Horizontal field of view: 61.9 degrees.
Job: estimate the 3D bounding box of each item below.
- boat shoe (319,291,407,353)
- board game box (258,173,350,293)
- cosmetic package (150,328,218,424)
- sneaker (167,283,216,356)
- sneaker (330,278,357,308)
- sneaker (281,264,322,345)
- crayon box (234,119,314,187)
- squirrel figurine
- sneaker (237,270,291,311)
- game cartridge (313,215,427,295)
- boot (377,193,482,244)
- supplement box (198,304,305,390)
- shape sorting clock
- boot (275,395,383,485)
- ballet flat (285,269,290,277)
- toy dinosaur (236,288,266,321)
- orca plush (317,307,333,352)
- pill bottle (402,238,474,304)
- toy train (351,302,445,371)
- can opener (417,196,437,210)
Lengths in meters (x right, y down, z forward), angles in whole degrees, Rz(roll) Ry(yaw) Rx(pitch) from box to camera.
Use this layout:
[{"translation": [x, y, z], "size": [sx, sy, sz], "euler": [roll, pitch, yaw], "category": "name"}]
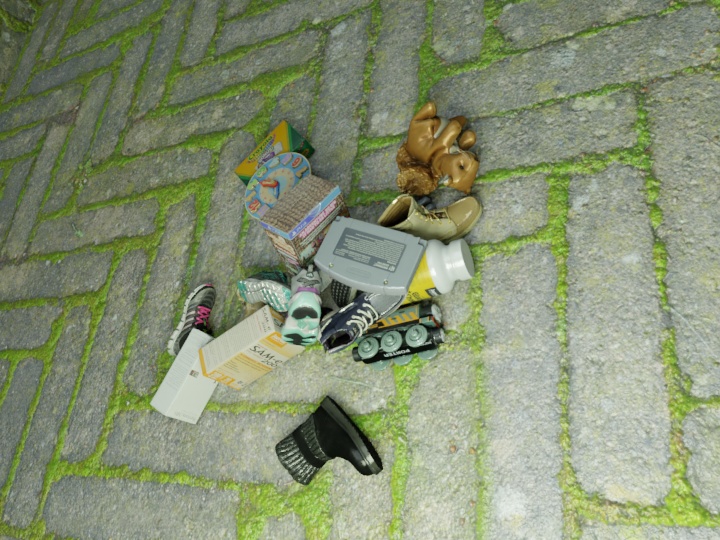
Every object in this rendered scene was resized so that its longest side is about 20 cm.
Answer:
[{"translation": [0.006, 0.092, 1.164], "size": [0.200, 0.075, 0.093], "euler": [-34, 19, 17], "category": "boat shoe"}, {"translation": [-0.102, -0.077, 1.313], "size": [0.097, 0.200, 0.159], "euler": [25, 61, 37], "category": "board game box"}, {"translation": [-0.389, 0.248, 1.405], "size": [0.074, 0.102, 0.201], "euler": [18, 77, 37], "category": "cosmetic package"}, {"translation": [-0.402, 0.133, 1.491], "size": [0.087, 0.074, 0.201], "euler": [21, 83, 37], "category": "sneaker"}, {"translation": [0.000, -0.001, 1.298], "size": [0.070, 0.093, 0.201], "euler": [44, 133, 39], "category": "sneaker"}, {"translation": [-0.113, 0.062, 1.235], "size": [0.077, 0.200, 0.141], "euler": [11, 56, -12], "category": "sneaker"}, {"translation": [-0.232, -0.295, 1.616], "size": [0.200, 0.058, 0.119], "euler": [-45, 52, 3], "category": "crayon box"}, {"translation": [0.171, -0.236, 1.320], "size": [0.200, 0.141, 0.187], "euler": [-39, 62, 26], "category": "squirrel figurine"}, {"translation": [-0.193, 0.033, 1.356], "size": [0.199, 0.078, 0.091], "euler": [12, 39, 44], "category": "sneaker"}, {"translation": [0.016, -0.026, 1.169], "size": [0.199, 0.042, 0.134], "euler": [18, 71, 21], "category": "game cartridge"}, {"translation": [0.144, -0.113, 1.236], "size": [0.199, 0.155, 0.073], "euler": [-31, 54, 13], "category": "boot"}, {"translation": [-0.241, 0.176, 1.337], "size": [0.199, 0.126, 0.074], "euler": [-33, 53, 13], "category": "supplement box"}, {"translation": [-0.209, -0.212, 1.500], "size": [0.199, 0.039, 0.201], "euler": [-15, 60, 27], "category": "shape sorting clock"}, {"translation": [-0.063, 0.361, 1.162], "size": [0.158, 0.079, 0.211], "euler": [-45, 41, -5], "category": "boot"}, {"translation": [-0.162, -0.076, 1.458], "size": [0.070, 0.071, 0.201], "euler": [-10, 62, 26], "category": "ballet flat"}, {"translation": [-0.259, 0.087, 1.437], "size": [0.200, 0.058, 0.101], "euler": [-47, 53, 2], "category": "toy dinosaur"}, {"translation": [-0.088, 0.092, 1.323], "size": [0.071, 0.106, 0.200], "euler": [-18, 25, -22], "category": "orca plush"}, {"translation": [0.123, 0.002, 1.217], "size": [0.199, 0.112, 0.113], "euler": [-17, 58, 23], "category": "pill bottle"}, {"translation": [0.074, 0.127, 1.206], "size": [0.199, 0.085, 0.114], "euler": [-17, 49, 23], "category": "toy train"}, {"translation": [0.078, -0.093, 1.328], "size": [0.199, 0.066, 0.053], "euler": [-33, 52, 6], "category": "can opener"}]
